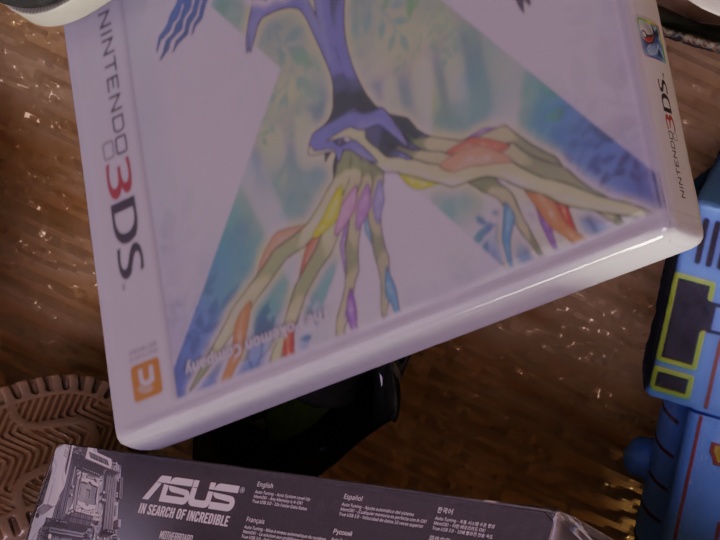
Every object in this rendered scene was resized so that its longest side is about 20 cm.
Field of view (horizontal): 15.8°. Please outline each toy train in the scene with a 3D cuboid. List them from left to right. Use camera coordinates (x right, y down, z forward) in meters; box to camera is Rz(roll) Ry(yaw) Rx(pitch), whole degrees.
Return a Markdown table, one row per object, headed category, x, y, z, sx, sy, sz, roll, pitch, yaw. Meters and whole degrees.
| category | x | y | z | sx | sy | sz | roll | pitch | yaw |
| --- | --- | --- | --- | --- | --- | --- | --- | --- | --- |
| toy train | 0.141 | 0.058 | 0.821 | 0.114 | 0.087 | 0.201 | 16 | 116 | 14 |

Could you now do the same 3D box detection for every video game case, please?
| category | x | y | z | sx | sy | sz | roll | pitch | yaw |
| --- | --- | --- | --- | --- | --- | --- | --- | --- | --- |
| video game case | -0.005 | -0.063 | 0.750 | 0.199 | 0.022 | 0.183 | -22 | 68 | 33 |

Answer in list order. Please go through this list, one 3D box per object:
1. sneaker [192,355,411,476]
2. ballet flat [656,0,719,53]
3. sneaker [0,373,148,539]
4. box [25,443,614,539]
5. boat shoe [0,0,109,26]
| category | x | y | z | sx | sy | sz | roll | pitch | yaw |
| --- | --- | --- | --- | --- | --- | --- | --- | --- | --- |
| sneaker | 0.000 | 0.000 | 0.805 | 0.073 | 0.088 | 0.200 | 27 | 125 | -6 |
| ballet flat | 0.074 | -0.103 | 0.770 | 0.199 | 0.075 | 0.068 | 19 | 104 | 3 |
| sneaker | -0.168 | 0.102 | 0.858 | 0.199 | 0.072 | 0.113 | -13 | 152 | -16 |
| box | 0.018 | 0.108 | 0.786 | 0.199 | 0.050 | 0.157 | 3 | 159 | 42 |
| boat shoe | -0.053 | -0.145 | 0.749 | 0.200 | 0.072 | 0.067 | -35 | 142 | 24 |
